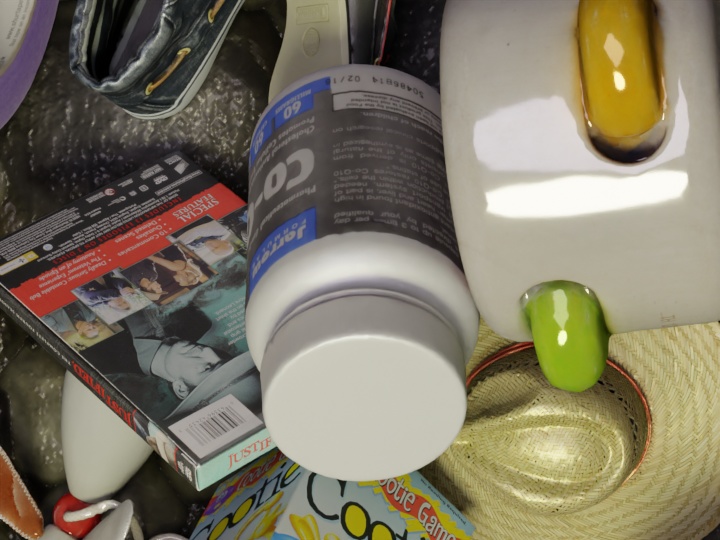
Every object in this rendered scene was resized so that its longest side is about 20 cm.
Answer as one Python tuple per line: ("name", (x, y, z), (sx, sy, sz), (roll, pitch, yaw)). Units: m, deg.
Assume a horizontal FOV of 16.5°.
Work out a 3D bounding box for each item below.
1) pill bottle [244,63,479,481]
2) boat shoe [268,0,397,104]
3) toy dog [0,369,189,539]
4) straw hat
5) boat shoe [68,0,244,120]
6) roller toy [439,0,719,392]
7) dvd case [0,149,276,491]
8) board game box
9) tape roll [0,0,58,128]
("pill bottle", (0.000, 0.000, 1.213), (0.114, 0.114, 0.200), (-17, 38, 12))
("boat shoe", (-0.009, -0.122, 1.330), (0.074, 0.063, 0.202), (13, 105, 52))
("toy dog", (-0.146, 0.101, 1.333), (0.132, 0.096, 0.200), (4, 86, 15))
("straw hat", (0.095, 0.081, 1.254), (0.201, 0.085, 0.202), (4, 105, 14))
("boat shoe", (-0.090, -0.178, 1.346), (0.071, 0.091, 0.201), (24, 91, 15))
("roller toy", (0.119, -0.063, 1.177), (0.139, 0.183, 0.200), (-6, 117, 11))
("dvd case", (-0.089, 0.020, 1.289), (0.146, 0.022, 0.200), (-29, 49, -31))
("board game box", (-0.036, 0.176, 1.221), (0.105, 0.200, 0.103), (44, 126, -12))
("tape roll", (-0.233, -0.171, 1.326), (0.085, 0.200, 0.200), (11, 88, 15))
